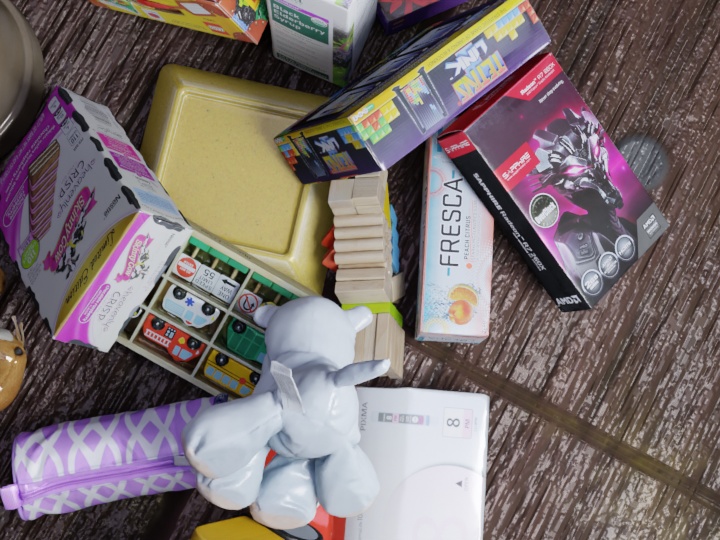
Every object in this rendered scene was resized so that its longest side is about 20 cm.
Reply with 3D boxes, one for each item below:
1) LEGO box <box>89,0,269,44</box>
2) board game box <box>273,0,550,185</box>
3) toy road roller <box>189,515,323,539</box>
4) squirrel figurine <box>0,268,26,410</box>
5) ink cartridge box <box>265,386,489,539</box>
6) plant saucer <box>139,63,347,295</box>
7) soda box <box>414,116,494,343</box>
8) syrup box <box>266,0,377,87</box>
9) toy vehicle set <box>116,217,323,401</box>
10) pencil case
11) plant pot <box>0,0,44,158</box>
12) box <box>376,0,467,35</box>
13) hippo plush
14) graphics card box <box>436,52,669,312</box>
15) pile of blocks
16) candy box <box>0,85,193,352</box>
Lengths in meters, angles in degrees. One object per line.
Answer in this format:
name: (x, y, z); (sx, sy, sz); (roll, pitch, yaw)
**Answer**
LEGO box: (-0.160, -0.305, 1.081); (0.199, 0.077, 0.149); (19, 81, 29)
board game box: (0.042, -0.154, 1.029); (0.200, 0.165, 0.057); (-38, 106, -20)
toy road roller: (-0.067, 0.283, 0.958); (0.146, 0.200, 0.123); (26, 97, 27)
squirrel figurine: (-0.393, 0.064, 1.050); (0.200, 0.142, 0.187); (-36, 94, 8)
ink cartridge box: (0.011, 0.185, 1.061); (0.199, 0.057, 0.163); (5, 81, -4)
plant saucer: (-0.114, -0.086, 1.101); (0.199, 0.048, 0.201); (12, 81, 2)
soda box: (0.087, -0.036, 1.084); (0.063, 0.068, 0.201); (4, 80, -1)
syrup box: (-0.032, -0.240, 1.048); (0.078, 0.200, 0.082); (23, 82, 2)
toy vehicle set: (-0.150, 0.029, 1.065); (0.200, 0.027, 0.125); (29, 101, -2)
pencil case: (-0.206, 0.167, 1.042); (0.199, 0.086, 0.084); (-11, 114, 0)
plant pot: (-0.399, -0.196, 1.053); (0.199, 0.174, 0.201); (0, 81, -2)
box: (0.087, -0.330, 1.144); (0.199, 0.039, 0.137); (-25, 82, -4)
hippo plush: (-0.065, 0.095, 0.974); (0.159, 0.201, 0.161); (-2, 40, -4)
graphics card box: (0.174, -0.077, 1.058); (0.125, 0.051, 0.200); (-42, 103, -24)
pile of blocks: (0.000, 0.000, 1.075); (0.062, 0.082, 0.201); (-2, 93, 16)
candy box: (-0.239, -0.047, 1.018); (0.137, 0.061, 0.200); (-53, 49, 15)
